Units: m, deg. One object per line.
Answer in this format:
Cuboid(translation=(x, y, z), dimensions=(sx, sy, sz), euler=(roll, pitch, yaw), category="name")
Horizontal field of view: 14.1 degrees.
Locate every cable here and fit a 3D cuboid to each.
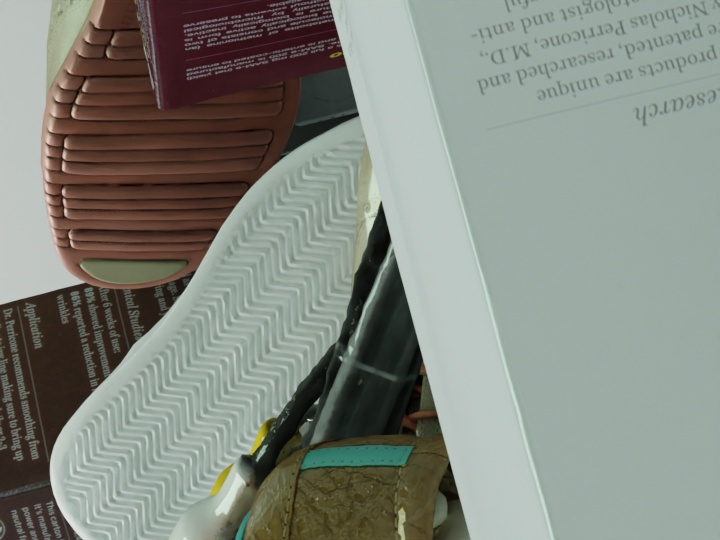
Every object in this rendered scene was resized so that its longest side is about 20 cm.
Cuboid(translation=(-0.013, 0.032, 0.688), dimensions=(0.097, 0.050, 0.201), euler=(-73, 1, -67), category="cable")

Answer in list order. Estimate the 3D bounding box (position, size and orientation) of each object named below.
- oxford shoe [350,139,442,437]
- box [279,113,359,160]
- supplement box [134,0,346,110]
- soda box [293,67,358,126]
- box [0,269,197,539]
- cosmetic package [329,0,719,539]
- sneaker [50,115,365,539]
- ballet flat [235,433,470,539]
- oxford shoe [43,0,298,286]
Cuboid(translation=(0.027, 0.043, 0.750), dimensions=(0.074, 0.070, 0.201), euler=(-33, -61, -58), category="oxford shoe")
Cuboid(translation=(-0.043, -0.080, 1.053), dimensions=(0.200, 0.124, 0.149), euler=(103, 153, -77), category="box")
Cuboid(translation=(-0.004, -0.101, 0.670), dimensions=(0.200, 0.108, 0.061), euler=(101, 156, -76), category="supplement box")
Cuboid(translation=(-0.015, -0.148, 0.882), dimensions=(0.063, 0.068, 0.201), euler=(-146, 43, -81), category="soda box")
Cuboid(translation=(-0.045, 0.048, 0.991), dimensions=(0.100, 0.199, 0.075), euler=(-109, 5, -51), category="box")
Cuboid(translation=(0.049, -0.008, 0.508), dimensions=(0.113, 0.081, 0.201), euler=(97, 158, -76), category="cosmetic package")
Cuboid(translation=(0.000, 0.000, 0.854), dimensions=(0.074, 0.200, 0.116), euler=(52, -148, 0), category="sneaker")
Cuboid(translation=(0.059, 0.106, 0.646), dimensions=(0.200, 0.072, 0.068), euler=(48, -138, -17), category="ballet flat")
Cuboid(translation=(-0.055, -0.086, 0.837), dimensions=(0.074, 0.070, 0.201), euler=(-110, 28, -48), category="oxford shoe")
